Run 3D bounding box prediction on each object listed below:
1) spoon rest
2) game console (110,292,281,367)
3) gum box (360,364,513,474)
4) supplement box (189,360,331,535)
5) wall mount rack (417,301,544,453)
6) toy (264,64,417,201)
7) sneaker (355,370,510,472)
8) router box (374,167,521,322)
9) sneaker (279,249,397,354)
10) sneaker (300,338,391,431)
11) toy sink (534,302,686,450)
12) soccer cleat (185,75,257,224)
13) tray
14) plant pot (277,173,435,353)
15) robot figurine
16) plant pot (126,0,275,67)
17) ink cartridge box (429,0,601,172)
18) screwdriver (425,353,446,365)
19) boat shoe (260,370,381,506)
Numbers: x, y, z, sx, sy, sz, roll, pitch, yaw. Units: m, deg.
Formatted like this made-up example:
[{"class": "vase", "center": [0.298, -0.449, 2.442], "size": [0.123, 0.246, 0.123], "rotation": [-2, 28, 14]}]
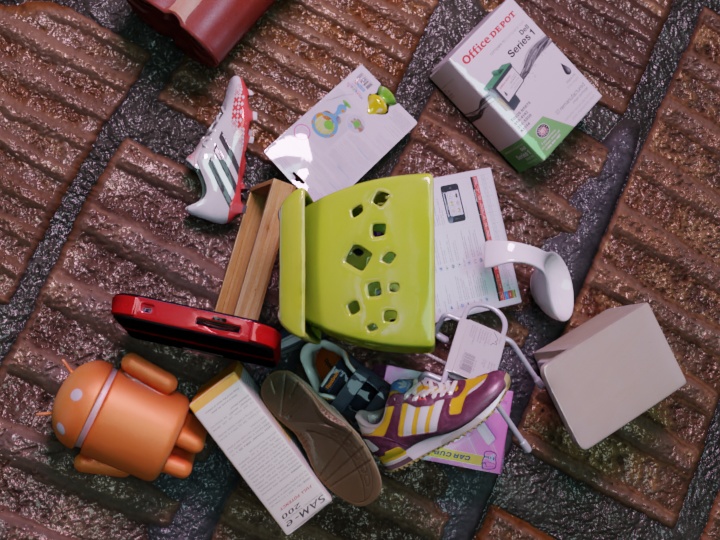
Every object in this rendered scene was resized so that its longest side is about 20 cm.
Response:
[{"class": "spoon rest", "center": [0.251, 0.007, 1.260], "size": [0.200, 0.060, 0.100], "rotation": [26, 60, -43]}, {"class": "game console", "center": [-0.195, 0.075, 1.096], "size": [0.199, 0.177, 0.031], "rotation": [13, 76, -1]}, {"class": "gum box", "center": [0.109, 0.204, 1.235], "size": [0.199, 0.066, 0.114], "rotation": [13, 80, -13]}, {"class": "supplement box", "center": [-0.126, 0.219, 1.138], "size": [0.073, 0.126, 0.200], "rotation": [-37, 94, -4]}, {"class": "wall mount rack", "center": [0.166, 0.141, 1.183], "size": [0.173, 0.075, 0.200], "rotation": [24, 44, 2]}, {"class": "toy", "center": [-0.028, -0.180, 1.249], "size": [0.115, 0.047, 0.200], "rotation": [46, 72, -3]}, {"class": "sneaker", "center": [0.081, 0.159, 1.061], "size": [0.200, 0.075, 0.090], "rotation": [-37, 91, 23]}, {"class": "router box", "center": [0.117, -0.031, 1.270], "size": [0.179, 0.049, 0.201], "rotation": [-11, 87, -15]}, {"class": "sneaker", "center": [-0.064, 0.013, 1.209], "size": [0.202, 0.077, 0.146], "rotation": [-32, 83, -6]}, {"class": "sneaker", "center": [-0.003, 0.161, 1.156], "size": [0.200, 0.079, 0.079], "rotation": [36, 92, 27]}, {"class": "toy sink", "center": [0.332, 0.150, 1.277], "size": [0.200, 0.112, 0.131], "rotation": [-28, 92, -21]}, {"class": "soccer cleat", "center": [-0.188, -0.163, 1.196], "size": [0.085, 0.069, 0.201], "rotation": [5, 88, -18]}, {"class": "tray", "center": [-0.141, -0.015, 1.174], "size": [0.037, 0.099, 0.201], "rotation": [18, 80, -23]}, {"class": "plant pot", "center": [0.000, 0.000, 1.082], "size": [0.181, 0.199, 0.201], "rotation": [-1, 83, 4]}, {"class": "robot figurine", "center": [-0.290, 0.186, 1.108], "size": [0.200, 0.144, 0.117], "rotation": [27, 52, -11]}, {"class": "plant pot", "center": [-0.189, -0.385, 1.163], "size": [0.201, 0.201, 0.196], "rotation": [36, 85, -9]}, {"class": "ink cartridge box", "center": [0.223, -0.268, 1.304], "size": [0.200, 0.084, 0.146], "rotation": [45, 75, -7]}, {"class": "screwdriver", "center": [0.081, 0.113, 1.233], "size": [0.200, 0.028, 0.029], "rotation": [32, 75, 7]}, {"class": "boat shoe", "center": [-0.045, 0.204, 1.125], "size": [0.072, 0.065, 0.200], "rotation": [-42, 86, 4]}]
